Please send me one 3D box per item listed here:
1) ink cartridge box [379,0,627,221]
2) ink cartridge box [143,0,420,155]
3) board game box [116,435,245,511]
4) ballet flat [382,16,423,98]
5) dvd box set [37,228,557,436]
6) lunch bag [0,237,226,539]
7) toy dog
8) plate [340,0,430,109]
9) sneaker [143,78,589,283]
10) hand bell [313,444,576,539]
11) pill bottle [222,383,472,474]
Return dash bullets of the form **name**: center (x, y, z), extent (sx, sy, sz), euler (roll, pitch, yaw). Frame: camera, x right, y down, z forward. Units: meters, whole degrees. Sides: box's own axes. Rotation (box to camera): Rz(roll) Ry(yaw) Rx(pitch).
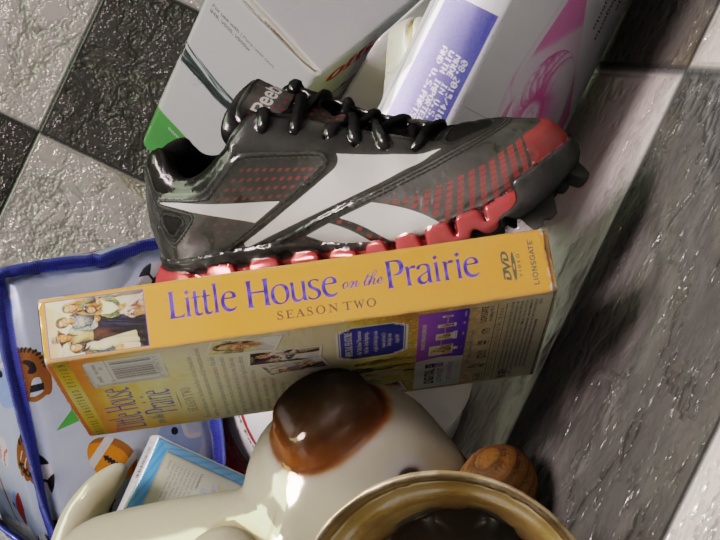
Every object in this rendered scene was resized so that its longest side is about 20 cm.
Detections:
- **ink cartridge box**: center (0.092, -0.122, 1.079), extent (0.197, 0.043, 0.200), euler (-64, -23, 5)
- **ink cartridge box**: center (-0.030, -0.131, 1.295), extent (0.147, 0.083, 0.200), euler (-41, -7, -28)
- **board game box**: center (-0.076, 0.194, 1.039), extent (0.200, 0.134, 0.034), euler (-66, 9, -8)
- **ballet flat**: center (0.053, -0.119, 1.181), extent (0.200, 0.067, 0.067), euler (-49, 21, -24)
- **dvd box set**: center (-0.024, 0.028, 0.928), extent (0.146, 0.200, 0.029), euler (85, 176, -74)
- **lunch bag**: center (-0.137, 0.092, 1.136), extent (0.170, 0.124, 0.200), euler (174, 85, -74)
- **toy dog**: center (-0.037, 0.133, 0.942), extent (0.200, 0.140, 0.194), euler (-38, 36, 14)
- **plate**: center (0.058, -0.136, 1.310), extent (0.200, 0.032, 0.200), euler (-43, -6, -26)
- **sneaker**: center (-0.007, -0.041, 0.954), extent (0.200, 0.098, 0.071), euler (-14, 12, 20)
- **hand bell**: center (0.044, 0.100, 0.835), extent (0.104, 0.104, 0.200), euler (-63, -4, 13)
- **pill bottle**: center (-0.013, 0.060, 1.115), extent (0.112, 0.112, 0.200), euler (-67, 9, -16)
